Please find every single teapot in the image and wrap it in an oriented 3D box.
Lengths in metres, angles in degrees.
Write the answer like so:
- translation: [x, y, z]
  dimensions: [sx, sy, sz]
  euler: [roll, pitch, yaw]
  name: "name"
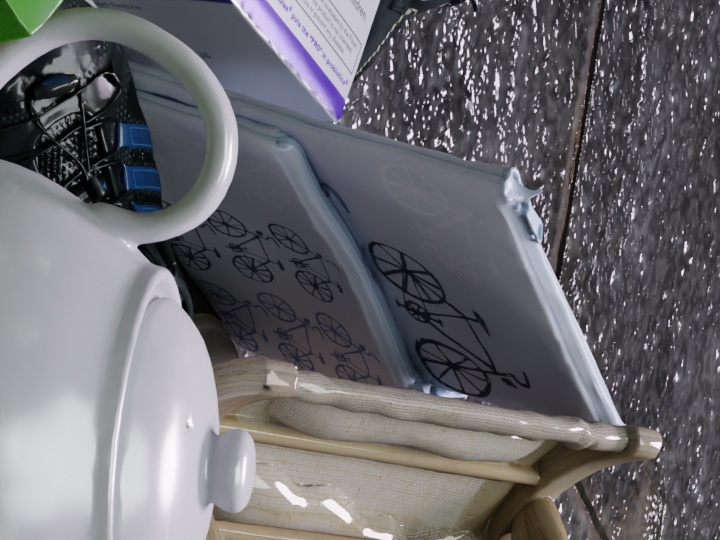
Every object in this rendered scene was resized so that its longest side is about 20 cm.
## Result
- translation: [-0.105, 0.052, 0.873]
  dimensions: [0.201, 0.145, 0.198]
  euler: [87, 9, -45]
  name: "teapot"

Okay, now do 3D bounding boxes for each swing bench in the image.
- translation: [0.009, 0.148, 0.979]
  dimensions: [0.198, 0.129, 0.201]
  euler: [13, 62, -40]
  name: "swing bench"

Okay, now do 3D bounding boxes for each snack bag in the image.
- translation: [0.000, 0.000, 1.045]
  dimensions: [0.021, 0.199, 0.189]
  euler: [-59, 147, -23]
  name: "snack bag"

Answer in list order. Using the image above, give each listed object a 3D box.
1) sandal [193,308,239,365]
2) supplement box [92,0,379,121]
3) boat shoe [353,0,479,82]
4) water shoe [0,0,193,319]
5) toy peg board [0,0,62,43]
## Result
- translation: [-0.050, 0.100, 1.129]
  dimensions: [0.082, 0.054, 0.201]
  euler: [-50, 138, -45]
  name: "sandal"
- translation: [-0.039, -0.169, 1.033]
  dimensions: [0.103, 0.101, 0.201]
  euler: [46, 57, -56]
  name: "supplement box"
- translation: [0.040, -0.141, 1.122]
  dimensions: [0.075, 0.066, 0.200]
  euler: [-84, -159, -52]
  name: "boat shoe"
- translation: [-0.091, -0.017, 0.982]
  dimensions: [0.071, 0.079, 0.201]
  euler: [-30, 128, -22]
  name: "water shoe"
- translation: [-0.130, -0.168, 0.810]
  dimensions: [0.200, 0.097, 0.200]
  euler: [57, 45, -26]
  name: "toy peg board"
